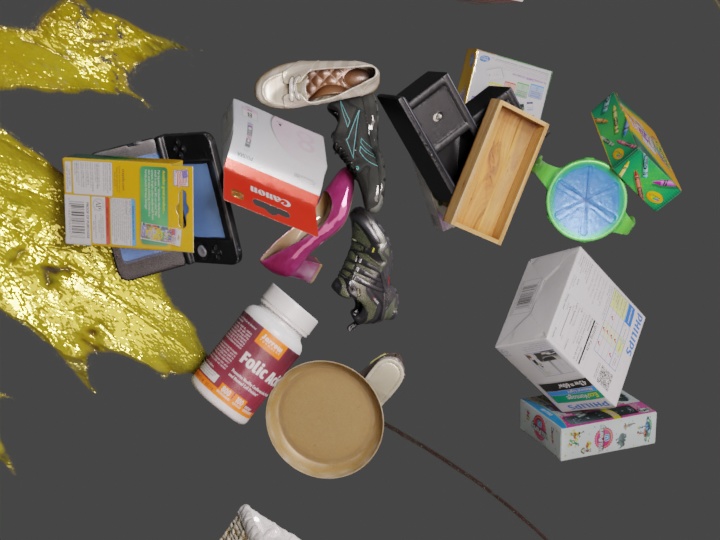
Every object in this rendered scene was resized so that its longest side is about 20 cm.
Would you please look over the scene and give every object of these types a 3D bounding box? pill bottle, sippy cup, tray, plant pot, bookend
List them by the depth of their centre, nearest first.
[{"bbox_3d":[0.210,-0.152,1.613,0.097,0.037,0.203,20,94,-25],"label":"tray"},{"bbox_3d":[-0.163,0.129,1.630,0.114,0.114,0.201,40,86,-24],"label":"pill bottle"},{"bbox_3d":[0.165,-0.245,1.645,0.199,0.092,0.200,-37,112,-11],"label":"bookend"},{"bbox_3d":[-0.057,0.242,1.706,0.196,0.027,0.204,2,102,9],"label":"plant pot"},{"bbox_3d":[0.378,-0.128,1.768,0.138,0.130,0.180,-21,99,10],"label":"sippy cup"}]

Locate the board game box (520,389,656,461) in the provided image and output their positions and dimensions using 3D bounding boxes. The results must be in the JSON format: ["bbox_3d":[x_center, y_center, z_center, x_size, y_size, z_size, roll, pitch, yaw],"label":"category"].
[{"bbox_3d":[0.408,0.270,1.871,0.197,0.147,0.065,-8,107,-20],"label":"board game box"}]

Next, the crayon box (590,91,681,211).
[{"bbox_3d":[0.464,-0.204,1.761,0.118,0.201,0.058,38,118,-25],"label":"crayon box"}]

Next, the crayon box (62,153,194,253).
[{"bbox_3d":[-0.326,-0.097,1.499,0.196,0.052,0.128,5,104,10],"label":"crayon box"}]

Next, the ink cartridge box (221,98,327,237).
[{"bbox_3d":[-0.125,-0.156,1.542,0.161,0.201,0.057,21,122,-25],"label":"ink cartridge box"}]

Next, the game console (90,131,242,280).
[{"bbox_3d":[-0.287,-0.091,1.536,0.116,0.174,0.203,-29,114,-43],"label":"game console"}]

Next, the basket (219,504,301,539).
[{"bbox_3d":[-0.145,0.527,1.686,0.199,0.198,0.162,38,91,-25],"label":"basket"}]

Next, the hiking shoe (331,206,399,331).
[{"bbox_3d":[0.000,0.000,1.688,0.099,0.076,0.203,-20,109,-20],"label":"hiking shoe"}]

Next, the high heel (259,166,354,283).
[{"bbox_3d":[-0.083,-0.082,1.645,0.095,0.067,0.202,20,105,-29],"label":"high heel"}]

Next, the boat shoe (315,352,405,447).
[{"bbox_3d":[0.000,0.216,1.737,0.072,0.060,0.200,41,104,-4],"label":"boat shoe"}]

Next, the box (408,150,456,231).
[{"bbox_3d":[0.116,-0.164,1.716,0.038,0.041,0.203,-25,109,-15],"label":"box"}]

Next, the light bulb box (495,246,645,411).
[{"bbox_3d":[0.365,0.105,1.792,0.200,0.124,0.200,43,57,-24],"label":"light bulb box"}]

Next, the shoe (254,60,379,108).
[{"bbox_3d":[-0.066,-0.291,1.593,0.196,0.053,0.071,-9,97,-5],"label":"shoe"}]

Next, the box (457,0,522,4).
[{"bbox_3d":[0.138,-0.478,1.594,0.197,0.152,0.108,3,100,-22],"label":"box"}]

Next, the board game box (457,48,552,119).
[{"bbox_3d":[0.226,-0.253,1.740,0.151,0.040,0.203,11,98,-23],"label":"board game box"}]

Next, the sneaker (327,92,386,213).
[{"bbox_3d":[-0.005,-0.182,1.625,0.078,0.076,0.203,-5,70,-9],"label":"sneaker"}]
